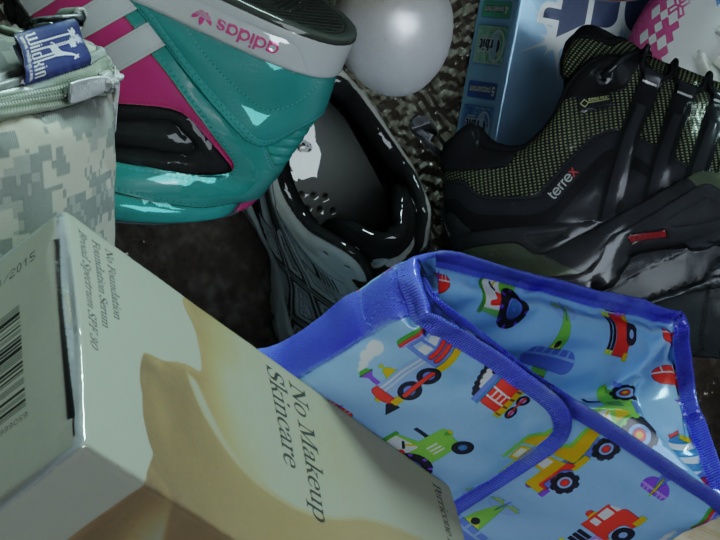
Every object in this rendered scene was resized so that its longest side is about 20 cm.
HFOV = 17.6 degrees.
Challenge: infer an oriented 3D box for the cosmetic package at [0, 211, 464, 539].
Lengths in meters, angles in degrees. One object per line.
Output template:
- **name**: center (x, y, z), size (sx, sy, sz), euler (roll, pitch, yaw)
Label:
- **cosmetic package**: center (-0.048, 0.081, 0.752), size (0.071, 0.106, 0.200), euler (-35, 132, 21)

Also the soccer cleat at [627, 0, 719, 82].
- **soccer cleat**: center (0.169, -0.114, 0.957), size (0.070, 0.086, 0.201), euler (30, 86, -23)

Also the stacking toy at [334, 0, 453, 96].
- **stacking toy**: center (-0.003, -0.166, 0.903), size (0.145, 0.146, 0.202), euler (-13, 107, -20)

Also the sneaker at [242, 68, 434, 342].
- **sneaker**: center (0.000, 0.000, 0.952), size (0.075, 0.088, 0.201), euler (-36, 110, -16)

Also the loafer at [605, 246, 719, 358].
- **loafer**: center (0.160, 0.007, 0.973), size (0.199, 0.068, 0.071), euler (-23, 65, -11)

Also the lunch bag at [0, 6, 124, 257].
- **lunch bag**: center (-0.165, 0.012, 0.810), size (0.166, 0.139, 0.202), euler (-8, 110, -26)

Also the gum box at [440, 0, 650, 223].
- **gum box**: center (0.134, -0.105, 1.015), size (0.168, 0.044, 0.202), euler (8, 94, -23)

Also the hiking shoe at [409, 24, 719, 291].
- **hiking shoe**: center (0.121, -0.056, 0.910), size (0.198, 0.076, 0.101), euler (-20, 88, 0)

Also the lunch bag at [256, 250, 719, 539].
- **lunch bag**: center (0.018, 0.058, 0.868), size (0.199, 0.150, 0.095), euler (24, 43, -43)

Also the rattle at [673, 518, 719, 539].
- **rattle**: center (0.126, 0.123, 1.052), size (0.130, 0.144, 0.200), euler (-37, 130, 20)

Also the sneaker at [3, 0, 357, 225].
- **sneaker**: center (-0.109, -0.078, 0.888), size (0.199, 0.084, 0.122), euler (26, 110, 12)
